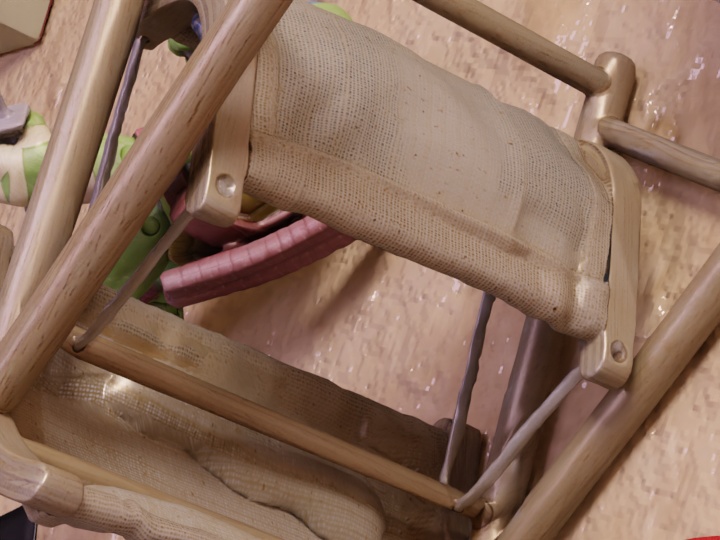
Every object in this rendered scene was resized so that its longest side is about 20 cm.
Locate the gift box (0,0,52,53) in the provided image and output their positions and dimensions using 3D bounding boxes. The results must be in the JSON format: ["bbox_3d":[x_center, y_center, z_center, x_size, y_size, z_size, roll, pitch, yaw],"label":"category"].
[{"bbox_3d":[-0.232,-0.210,1.393,0.200,0.186,0.185,-15,57,52],"label":"gift box"}]

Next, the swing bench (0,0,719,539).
[{"bbox_3d":[0.000,0.000,0.894,0.130,0.198,0.201,28,92,59],"label":"swing bench"}]

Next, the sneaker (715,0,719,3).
[{"bbox_3d":[0.168,-0.142,0.863,0.201,0.077,0.147,2,109,21],"label":"sneaker"}]

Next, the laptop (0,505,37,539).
[{"bbox_3d":[-0.147,0.212,1.068,0.115,0.200,0.188,-4,58,12],"label":"laptop"}]

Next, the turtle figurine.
[{"bbox_3d":[-0.094,-0.045,1.103,0.194,0.199,0.144,-60,15,25],"label":"turtle figurine"}]

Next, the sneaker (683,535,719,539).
[{"bbox_3d":[0.111,0.117,0.758,0.077,0.085,0.200,-60,32,8],"label":"sneaker"}]
